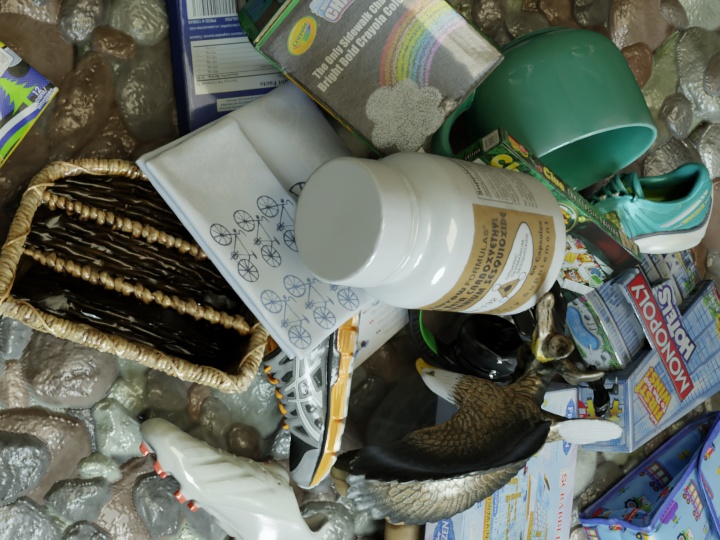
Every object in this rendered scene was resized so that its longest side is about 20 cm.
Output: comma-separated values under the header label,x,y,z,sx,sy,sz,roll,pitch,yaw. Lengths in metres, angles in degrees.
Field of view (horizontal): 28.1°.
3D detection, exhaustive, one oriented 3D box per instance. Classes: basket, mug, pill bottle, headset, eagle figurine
label,x,y,z,sx,sy,sz,roll,pitch,yaw
basket,-0.159,-0.006,1.064,0.199,0.149,0.143,21,86,-11
mug,0.155,-0.139,1.230,0.185,0.152,0.115,2,63,-54
pill bottle,0.052,-0.028,1.063,0.200,0.114,0.115,6,93,-47
headset,0.133,0.058,1.220,0.200,0.094,0.124,29,119,-25
eagle figurine,0.087,0.125,1.119,0.200,0.151,0.152,-48,124,-18

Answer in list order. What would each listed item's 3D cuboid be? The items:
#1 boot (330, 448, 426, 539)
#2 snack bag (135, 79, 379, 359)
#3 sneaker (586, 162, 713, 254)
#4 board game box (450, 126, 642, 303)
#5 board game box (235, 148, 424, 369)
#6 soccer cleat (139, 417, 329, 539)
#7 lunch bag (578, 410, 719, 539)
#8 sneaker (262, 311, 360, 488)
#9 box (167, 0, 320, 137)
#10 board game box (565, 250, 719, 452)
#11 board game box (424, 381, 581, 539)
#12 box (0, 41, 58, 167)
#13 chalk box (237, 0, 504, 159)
label,x,y,z,sx,sy,sz,roll,pitch,yaw
boot,0.031,0.255,1.240,0.175,0.066,0.201,1,95,-52
snack bag,-0.048,-0.047,1.095,0.189,0.021,0.200,51,43,3
sneaker,0.224,-0.055,1.296,0.199,0.078,0.080,-14,136,-13
board game box,0.139,-0.037,1.210,0.200,0.105,0.024,36,39,-36
board game box,0.000,0.000,1.216,0.200,0.035,0.126,-40,120,-11
soccer cleat,-0.104,0.175,1.182,0.078,0.069,0.200,-44,121,-7
lunch bag,0.332,0.246,1.424,0.200,0.094,0.151,-40,111,-32
sneaker,-0.044,0.082,1.166,0.077,0.078,0.201,6,110,-1
box,-0.091,-0.140,1.175,0.121,0.032,0.201,-9,101,-27
board game box,0.260,0.067,1.341,0.200,0.062,0.200,-42,114,-35
board game box,0.128,0.204,1.279,0.199,0.041,0.201,2,95,-54
box,-0.310,-0.074,1.045,0.064,0.070,0.200,41,77,-26
chalk box,-0.012,-0.195,1.102,0.200,0.124,0.124,40,98,-21
